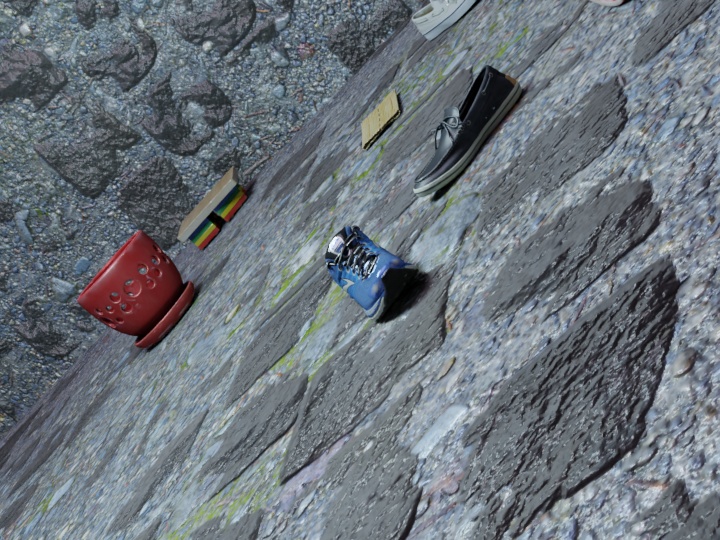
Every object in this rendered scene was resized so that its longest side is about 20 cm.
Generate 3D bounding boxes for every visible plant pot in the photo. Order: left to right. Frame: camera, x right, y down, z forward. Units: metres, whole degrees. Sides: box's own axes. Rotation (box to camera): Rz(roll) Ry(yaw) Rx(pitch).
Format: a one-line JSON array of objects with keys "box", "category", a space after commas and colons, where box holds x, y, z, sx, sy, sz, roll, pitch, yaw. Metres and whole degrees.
[{"box": [-0.458, 0.045, 2.592, 0.200, 0.182, 0.200, -46, 14, 14], "category": "plant pot"}]

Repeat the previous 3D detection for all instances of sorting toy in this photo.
[{"box": [-0.357, -0.150, 3.081, 0.199, 0.070, 0.200, -47, 12, 7], "category": "sorting toy"}]

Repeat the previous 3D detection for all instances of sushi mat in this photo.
[{"box": [0.036, -0.277, 2.272, 0.096, 0.012, 0.200, -44, 14, 13], "category": "sushi mat"}]

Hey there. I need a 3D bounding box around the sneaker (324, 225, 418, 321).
[{"box": [0.000, 0.000, 1.412, 0.079, 0.089, 0.200, -52, 13, -8], "category": "sneaker"}]

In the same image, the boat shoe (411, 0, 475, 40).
[{"box": [0.161, -0.526, 2.415, 0.075, 0.086, 0.202, -55, 14, -27], "category": "boat shoe"}]

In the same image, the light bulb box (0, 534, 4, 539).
[{"box": [-0.644, 0.503, 1.889, 0.198, 0.125, 0.200, -26, 18, 9], "category": "light bulb box"}]

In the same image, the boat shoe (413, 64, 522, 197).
[{"box": [0.125, -0.177, 1.580, 0.200, 0.062, 0.075, -52, 15, -8], "category": "boat shoe"}]

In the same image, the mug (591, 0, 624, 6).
[{"box": [0.339, -0.421, 1.521, 0.133, 0.178, 0.200, 29, 80, 40], "category": "mug"}]
